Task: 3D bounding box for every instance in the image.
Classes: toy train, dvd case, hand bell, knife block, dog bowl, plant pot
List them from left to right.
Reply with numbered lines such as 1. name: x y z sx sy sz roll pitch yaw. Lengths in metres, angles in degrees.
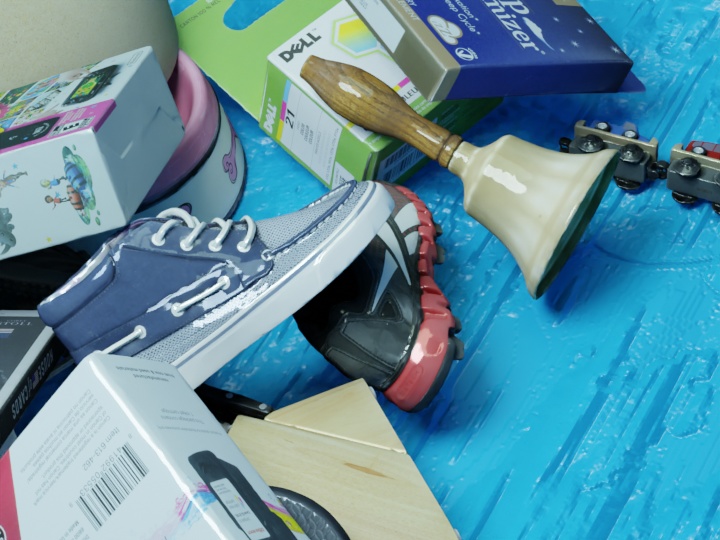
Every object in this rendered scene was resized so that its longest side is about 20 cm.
1. dvd case: -0.254 0.063 1.209 0.149 0.025 0.200 1 19 6
2. plant pot: -0.228 -0.186 1.419 0.199 0.135 0.201 -5 45 5
3. dog bowl: -0.178 -0.081 1.454 0.198 0.074 0.201 -4 45 4
4. knife block: -0.054 0.141 1.221 0.174 0.064 0.200 -22 47 -12
5. hand bell: 0.049 -0.076 1.351 0.199 0.104 0.104 30 54 10
6. toy train: 0.222 -0.063 1.403 0.199 0.034 0.046 16 46 22

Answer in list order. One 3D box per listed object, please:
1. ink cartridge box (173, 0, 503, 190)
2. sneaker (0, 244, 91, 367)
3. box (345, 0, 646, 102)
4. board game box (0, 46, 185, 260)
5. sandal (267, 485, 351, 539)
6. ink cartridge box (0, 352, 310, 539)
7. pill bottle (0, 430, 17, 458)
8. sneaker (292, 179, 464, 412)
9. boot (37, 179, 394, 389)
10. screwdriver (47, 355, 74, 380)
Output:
1. ink cartridge box: -0.017 -0.157 1.464 0.200 0.076 0.148 42 61 17
2. sneaker: -0.181 0.010 1.355 0.199 0.071 0.076 18 36 5
3. box: 0.091 -0.159 1.406 0.199 0.033 0.121 -5 46 -41
4. board game box: -0.219 -0.057 1.302 0.199 0.065 0.148 -16 20 16
5. sandal: -0.089 0.156 1.183 0.199 0.077 0.043 -8 0 27
6. ink cartridge box: -0.105 0.166 1.113 0.146 0.083 0.200 -48 64 16
7. pill bottle: -0.283 0.141 1.220 0.199 0.113 0.112 -22 46 -13
8. sneaker: 0.000 0.000 1.316 0.097 0.071 0.201 22 30 -20
9. boot: -0.081 -0.006 1.220 0.200 0.091 0.073 -39 12 -3
10. screwdriver: -0.210 0.083 1.298 0.199 0.028 0.029 -29 70 0
